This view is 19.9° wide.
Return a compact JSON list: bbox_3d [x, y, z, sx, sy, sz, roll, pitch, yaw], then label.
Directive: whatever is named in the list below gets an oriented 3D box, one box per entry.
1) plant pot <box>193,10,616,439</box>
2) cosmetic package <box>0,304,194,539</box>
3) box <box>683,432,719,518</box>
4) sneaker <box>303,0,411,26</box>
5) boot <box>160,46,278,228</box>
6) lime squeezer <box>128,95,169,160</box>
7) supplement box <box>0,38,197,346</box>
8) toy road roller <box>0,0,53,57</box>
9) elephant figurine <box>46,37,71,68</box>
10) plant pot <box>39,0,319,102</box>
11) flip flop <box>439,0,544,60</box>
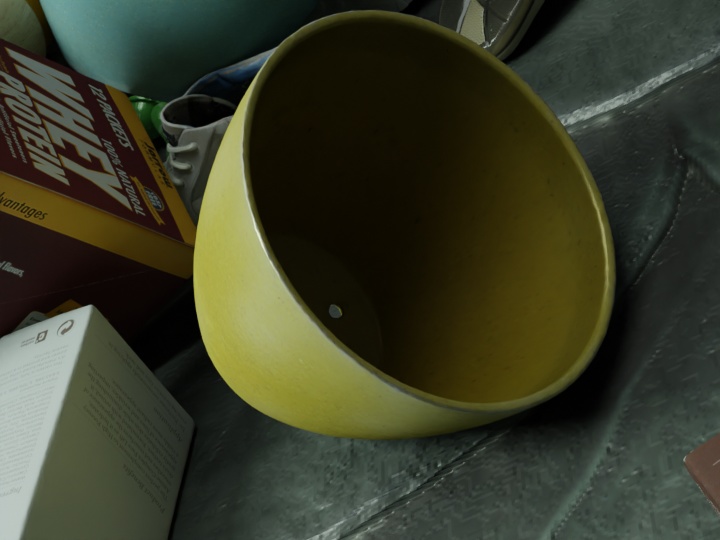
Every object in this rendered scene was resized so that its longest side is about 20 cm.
[{"bbox_3d":[0.000,0.000,0.970,0.142,0.200,0.201,-40,21,49],"label":"plant pot"},{"bbox_3d":[-0.152,0.125,1.018,0.074,0.102,0.201,-20,35,27],"label":"cosmetic package"},{"bbox_3d":[0.203,0.110,0.709,0.100,0.075,0.200,-37,34,2],"label":"box"},{"bbox_3d":[-0.043,-0.186,1.334,0.199,0.077,0.081,-11,20,28],"label":"sneaker"},{"bbox_3d":[-0.095,-0.065,1.193,0.199,0.096,0.074,-28,47,15],"label":"boot"},{"bbox_3d":[-0.137,-0.083,1.339,0.200,0.038,0.071,32,105,56],"label":"lime squeezer"},{"bbox_3d":[-0.231,-0.014,1.106,0.200,0.197,0.133,-45,52,19],"label":"supplement box"},{"bbox_3d":[-0.255,-0.071,1.237,0.199,0.146,0.123,-25,16,41],"label":"toy road roller"},{"bbox_3d":[-0.216,-0.159,1.380,0.141,0.156,0.200,15,38,29],"label":"elephant figurine"},{"bbox_3d":[-0.113,-0.176,1.208,0.200,0.199,0.136,42,119,58],"label":"plant pot"},{"bbox_3d":[0.120,-0.200,1.206,0.081,0.057,0.201,26,83,50],"label":"flip flop"}]
